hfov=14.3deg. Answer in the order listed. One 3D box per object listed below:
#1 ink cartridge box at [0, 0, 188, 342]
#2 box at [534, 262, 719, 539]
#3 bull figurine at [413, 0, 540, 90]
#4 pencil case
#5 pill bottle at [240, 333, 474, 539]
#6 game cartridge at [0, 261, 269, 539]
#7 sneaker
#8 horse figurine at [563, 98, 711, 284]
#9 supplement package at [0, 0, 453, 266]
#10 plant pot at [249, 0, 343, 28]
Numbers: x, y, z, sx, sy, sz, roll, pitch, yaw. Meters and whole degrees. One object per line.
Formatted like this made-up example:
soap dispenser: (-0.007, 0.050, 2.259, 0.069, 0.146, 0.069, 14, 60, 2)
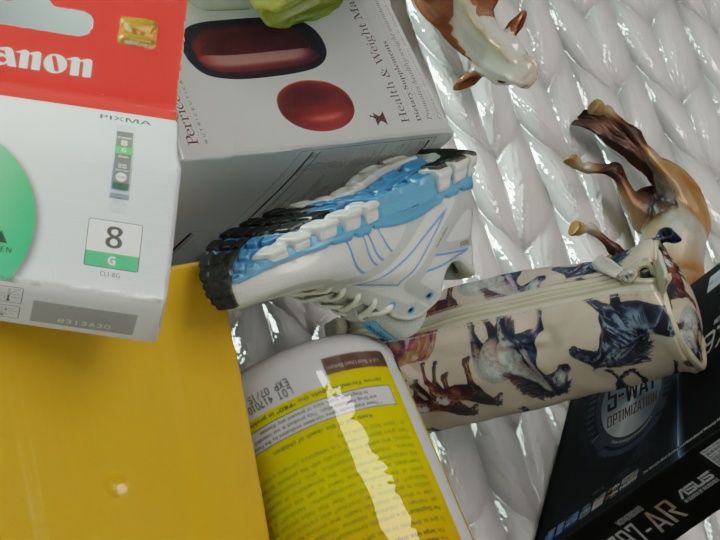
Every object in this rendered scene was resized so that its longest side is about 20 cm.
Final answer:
ink cartridge box: (-0.165, -0.070, 1.377, 0.161, 0.050, 0.200, 8, 61, -7)
box: (0.185, 0.077, 1.617, 0.044, 0.200, 0.160, 35, 44, -15)
bull figurine: (0.053, -0.204, 1.769, 0.121, 0.065, 0.200, 60, 9, -77)
pencil case: (0.086, 0.035, 1.575, 0.078, 0.200, 0.090, -90, 162, -44)
pill bottle: (0.001, 0.142, 1.486, 0.109, 0.109, 0.200, -5, 63, -41)
game cartridge: (-0.128, 0.105, 1.402, 0.176, 0.032, 0.200, -10, 89, -39)
sneaker: (0.000, 0.000, 1.471, 0.200, 0.075, 0.087, -22, 106, -45)
horse figurine: (0.180, -0.024, 1.793, 0.132, 0.050, 0.200, 34, 36, -33)
supplement package: (-0.096, -0.110, 1.563, 0.200, 0.147, 0.191, -10, 67, -44)
plant pot: (-0.031, -0.233, 1.477, 0.200, 0.200, 0.184, -23, 86, -46)
